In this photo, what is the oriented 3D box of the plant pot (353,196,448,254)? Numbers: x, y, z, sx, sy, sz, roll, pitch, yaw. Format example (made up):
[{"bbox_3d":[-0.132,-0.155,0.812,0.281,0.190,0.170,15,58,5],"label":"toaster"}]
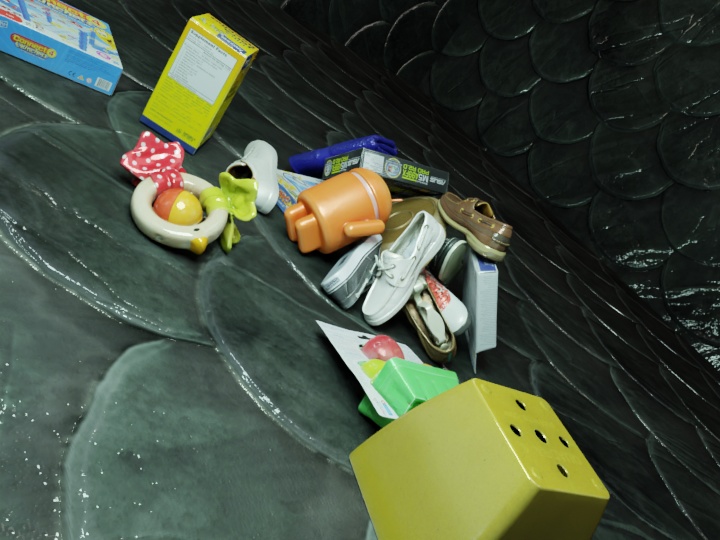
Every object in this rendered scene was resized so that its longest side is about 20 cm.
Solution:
[{"bbox_3d":[0.074,-0.086,1.199,0.201,0.198,0.028,-97,164,-60],"label":"plant pot"}]

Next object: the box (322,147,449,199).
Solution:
[{"bbox_3d":[0.048,-0.184,1.239,0.198,0.045,0.160,11,-4,-30],"label":"box"}]

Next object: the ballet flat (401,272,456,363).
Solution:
[{"bbox_3d":[0.100,0.059,1.048,0.202,0.067,0.072,64,-12,13],"label":"ballet flat"}]

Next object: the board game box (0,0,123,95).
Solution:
[{"bbox_3d":[-0.524,-0.405,1.085,0.199,0.056,0.197,17,30,-41],"label":"board game box"}]

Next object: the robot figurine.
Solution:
[{"bbox_3d":[-0.029,-0.102,1.084,0.118,0.199,0.144,66,-21,-7],"label":"robot figurine"}]

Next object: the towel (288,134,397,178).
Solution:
[{"bbox_3d":[-0.033,-0.232,1.328,0.147,0.198,0.050,-12,91,-67],"label":"towel"}]

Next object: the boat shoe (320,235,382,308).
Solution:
[{"bbox_3d":[0.002,-0.001,1.064,0.068,0.073,0.200,52,27,-8],"label":"boat shoe"}]

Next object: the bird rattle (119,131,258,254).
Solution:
[{"bbox_3d":[-0.244,-0.101,0.872,0.199,0.113,0.164,30,39,-10],"label":"bird rattle"}]

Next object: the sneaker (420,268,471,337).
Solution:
[{"bbox_3d":[0.113,0.037,1.124,0.108,0.067,0.202,44,5,-32],"label":"sneaker"}]

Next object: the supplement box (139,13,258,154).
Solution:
[{"bbox_3d":[-0.279,-0.325,1.107,0.108,0.201,0.110,32,23,-12],"label":"supplement box"}]

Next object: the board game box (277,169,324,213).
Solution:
[{"bbox_3d":[-0.090,-0.133,1.237,0.136,0.035,0.199,49,25,26],"label":"board game box"}]

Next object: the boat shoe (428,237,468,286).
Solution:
[{"bbox_3d":[0.150,-0.027,1.150,0.066,0.075,0.199,44,-1,15],"label":"boat shoe"}]

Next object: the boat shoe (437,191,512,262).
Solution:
[{"bbox_3d":[0.201,-0.091,1.099,0.071,0.068,0.200,14,24,-30],"label":"boat shoe"}]

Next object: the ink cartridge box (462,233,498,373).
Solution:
[{"bbox_3d":[0.215,0.048,1.150,0.043,0.202,0.197,-3,27,3],"label":"ink cartridge box"}]

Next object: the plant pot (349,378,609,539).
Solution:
[{"bbox_3d":[0.138,0.234,0.685,0.199,0.177,0.201,21,27,-35],"label":"plant pot"}]

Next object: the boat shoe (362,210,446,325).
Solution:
[{"bbox_3d":[0.057,-0.008,1.015,0.070,0.201,0.069,21,-17,47],"label":"boat shoe"}]

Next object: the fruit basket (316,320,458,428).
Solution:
[{"bbox_3d":[0.045,0.147,0.864,0.184,0.094,0.200,19,13,-38],"label":"fruit basket"}]

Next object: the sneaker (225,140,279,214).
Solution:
[{"bbox_3d":[-0.197,-0.186,1.129,0.084,0.073,0.201,26,26,-32],"label":"sneaker"}]
